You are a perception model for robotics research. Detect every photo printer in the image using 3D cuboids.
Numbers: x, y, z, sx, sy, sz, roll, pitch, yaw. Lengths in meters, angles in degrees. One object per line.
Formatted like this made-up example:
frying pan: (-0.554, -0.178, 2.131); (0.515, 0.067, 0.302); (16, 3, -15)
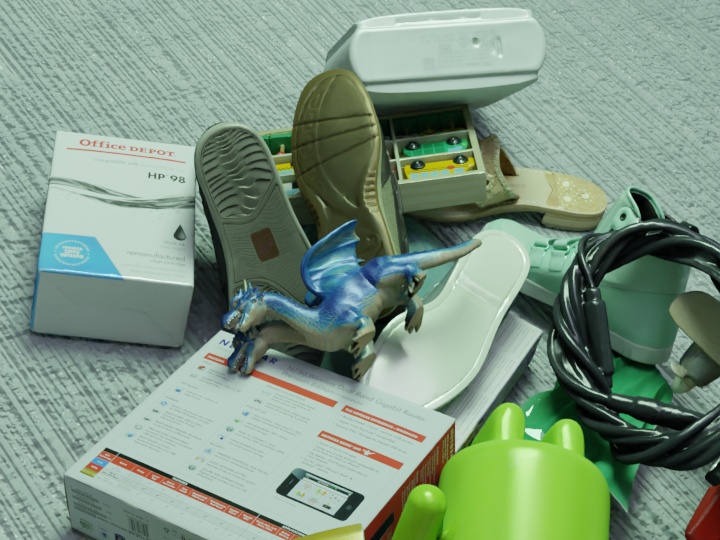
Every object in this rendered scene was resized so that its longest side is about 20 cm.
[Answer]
photo printer: (0.054, -0.173, 1.364); (0.164, 0.200, 0.070); (-5, 90, -11)

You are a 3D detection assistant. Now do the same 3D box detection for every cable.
cable: (0.214, 0.049, 1.129); (0.163, 0.051, 0.200); (-38, 57, 1)

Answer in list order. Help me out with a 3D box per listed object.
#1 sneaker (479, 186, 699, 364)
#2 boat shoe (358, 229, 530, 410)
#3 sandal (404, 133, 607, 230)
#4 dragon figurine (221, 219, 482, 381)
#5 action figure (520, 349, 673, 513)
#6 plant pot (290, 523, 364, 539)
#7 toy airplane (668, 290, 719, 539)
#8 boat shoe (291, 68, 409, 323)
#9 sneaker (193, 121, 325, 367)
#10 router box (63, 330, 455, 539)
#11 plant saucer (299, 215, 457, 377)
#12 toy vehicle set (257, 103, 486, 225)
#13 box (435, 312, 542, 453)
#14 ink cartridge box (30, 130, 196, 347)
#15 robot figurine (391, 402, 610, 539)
sneaker: (0.184, -0.024, 1.261); (0.073, 0.119, 0.200); (-7, 31, -45)
boat shoe: (0.059, 0.052, 1.177); (0.073, 0.062, 0.200); (36, 55, 6)
sandal: (0.117, -0.087, 1.361); (0.209, 0.070, 0.078); (6, 42, -12)
dragon figurine: (-0.007, 0.008, 1.108); (0.099, 0.059, 0.200); (38, 67, 25)
action figure: (0.181, 0.110, 1.186); (0.117, 0.055, 0.200); (30, 37, 17)
plant pot: (-0.075, 0.278, 0.840); (0.174, 0.201, 0.201); (-4, 44, -4)
toy airplane: (0.325, 0.112, 1.163); (0.197, 0.141, 0.203); (-2, 77, -2)
boat shoe: (-0.006, -0.053, 1.206); (0.072, 0.065, 0.202); (-12, 71, 12)
sneaker: (-0.073, -0.015, 1.191); (0.074, 0.202, 0.106); (-14, 8, -5)
router box: (-0.063, 0.134, 1.052); (0.198, 0.049, 0.179); (19, 40, 27)
plant saucer: (0.000, 0.000, 1.258); (0.199, 0.039, 0.202); (9, 43, -9)
toy vehicle set: (-0.001, -0.085, 1.297); (0.197, 0.027, 0.125); (-8, 32, 0)
box: (0.074, 0.103, 1.171); (0.041, 0.039, 0.200); (28, 44, 13)
ink cartridge box: (-0.186, -0.040, 1.223); (0.114, 0.067, 0.201); (6, 43, -10)
robot figurine: (0.100, 0.190, 1.017); (0.174, 0.116, 0.202); (17, 55, -10)
